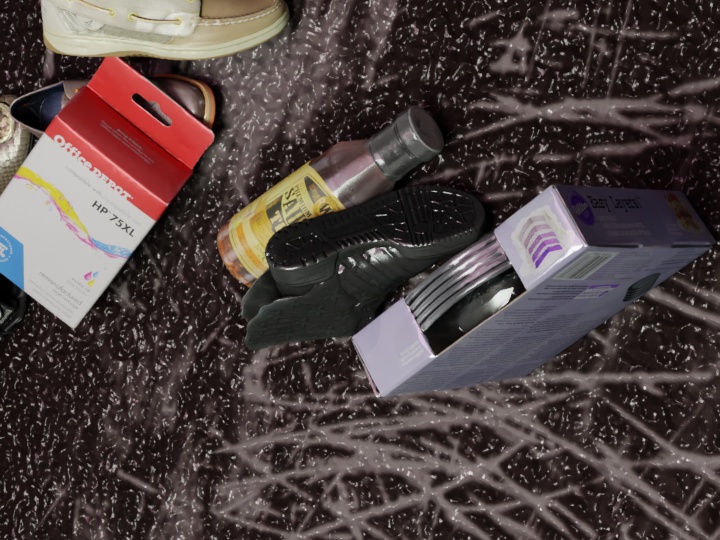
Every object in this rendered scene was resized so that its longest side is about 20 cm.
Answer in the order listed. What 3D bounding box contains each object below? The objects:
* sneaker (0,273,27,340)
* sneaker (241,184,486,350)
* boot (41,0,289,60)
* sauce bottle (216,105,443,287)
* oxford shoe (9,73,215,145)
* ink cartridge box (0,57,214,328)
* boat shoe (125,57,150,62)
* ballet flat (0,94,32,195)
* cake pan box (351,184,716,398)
[{"bbox_3d":[-0.348,0.048,1.556,0.080,0.073,0.202,29,106,30],"label":"sneaker"},{"bbox_3d":[0.001,0.002,1.312,0.198,0.105,0.060,-12,50,2],"label":"sneaker"},{"bbox_3d":[-0.158,-0.247,1.354,0.198,0.072,0.156,-1,124,3],"label":"boot"},{"bbox_3d":[-0.024,-0.058,1.331,0.199,0.066,0.066,-36,69,31],"label":"sauce bottle"},{"bbox_3d":[-0.209,-0.129,1.461,0.198,0.073,0.072,-2,87,35],"label":"oxford shoe"},{"bbox_3d":[-0.220,-0.064,1.429,0.116,0.067,0.200,37,121,-6],"label":"ink cartridge box"},{"bbox_3d":[-0.164,-0.273,1.437,0.063,0.073,0.202,37,116,26],"label":"boat shoe"},{"bbox_3d":[-0.358,-0.073,1.582,0.067,0.046,0.201,47,114,27],"label":"ballet flat"},{"bbox_3d":[0.114,0.014,1.148,0.184,0.199,0.053,-40,69,30],"label":"cake pan box"}]
